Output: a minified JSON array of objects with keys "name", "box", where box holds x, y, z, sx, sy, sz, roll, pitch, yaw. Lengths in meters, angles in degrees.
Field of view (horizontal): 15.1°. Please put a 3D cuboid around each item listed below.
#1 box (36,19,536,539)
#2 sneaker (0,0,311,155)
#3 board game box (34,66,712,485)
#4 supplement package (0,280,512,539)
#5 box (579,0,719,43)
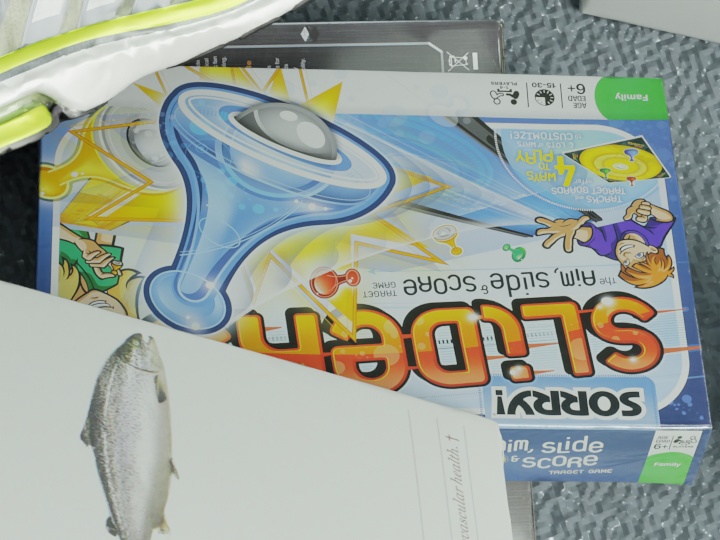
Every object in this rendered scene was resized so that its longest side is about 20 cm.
[{"name":"box","box":[-0.027,0.019,0.893,0.158,0.048,0.201,-2,77,-6]},{"name":"sneaker","box":[-0.075,-0.097,0.806,0.200,0.074,0.081,-31,106,-27]},{"name":"board game box","box":[0.000,0.000,0.833,0.199,0.035,0.136,0,54,-6]},{"name":"supplement package","box":[-0.067,0.093,0.740,0.199,0.117,0.117,16,40,-20]},{"name":"box","box":[0.188,-0.138,0.927,0.199,0.097,0.125,12,77,-4]}]
